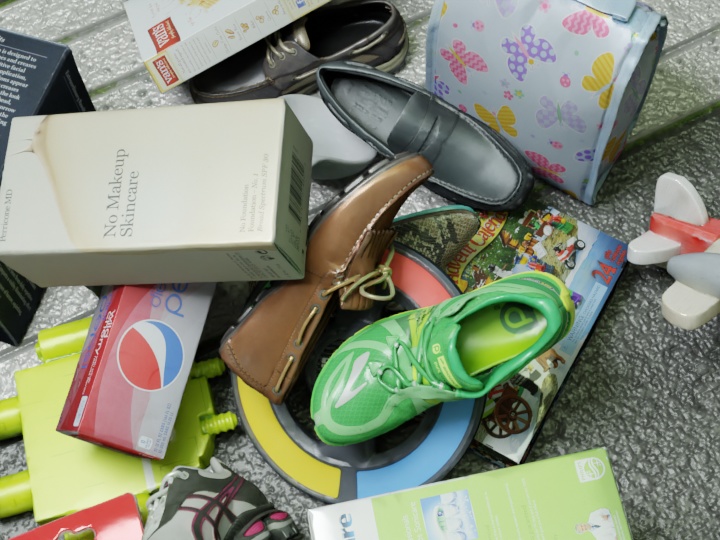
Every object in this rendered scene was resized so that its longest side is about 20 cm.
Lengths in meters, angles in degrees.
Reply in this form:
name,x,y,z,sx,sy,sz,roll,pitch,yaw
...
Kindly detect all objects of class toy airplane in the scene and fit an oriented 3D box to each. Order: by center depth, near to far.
name,x,y,z,sx,sy,sz,roll,pitch,yaw
toy airplane,0.302,-0.017,0.893,0.197,0.142,0.201,10,42,-10

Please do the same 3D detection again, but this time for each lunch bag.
name,x,y,z,sx,sy,sz,roll,pitch,yaw
lunch bag,0.146,-0.171,0.945,0.168,0.201,0.128,26,69,15

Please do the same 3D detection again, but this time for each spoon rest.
name,x,y,z,sx,sy,sz,roll,pitch,yaw
spoon rest,-0.044,-0.089,0.959,0.099,0.061,0.201,26,38,0

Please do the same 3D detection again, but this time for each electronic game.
name,x,y,z,sx,sy,sz,roll,pitch,yaw
electronic game,-0.003,0.074,0.884,0.197,0.042,0.203,1,93,18

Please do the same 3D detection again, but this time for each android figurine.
name,x,y,z,sx,sy,sz,roll,pitch,yaw
android figurine,-0.193,0.120,0.919,0.198,0.041,0.184,-14,65,-1

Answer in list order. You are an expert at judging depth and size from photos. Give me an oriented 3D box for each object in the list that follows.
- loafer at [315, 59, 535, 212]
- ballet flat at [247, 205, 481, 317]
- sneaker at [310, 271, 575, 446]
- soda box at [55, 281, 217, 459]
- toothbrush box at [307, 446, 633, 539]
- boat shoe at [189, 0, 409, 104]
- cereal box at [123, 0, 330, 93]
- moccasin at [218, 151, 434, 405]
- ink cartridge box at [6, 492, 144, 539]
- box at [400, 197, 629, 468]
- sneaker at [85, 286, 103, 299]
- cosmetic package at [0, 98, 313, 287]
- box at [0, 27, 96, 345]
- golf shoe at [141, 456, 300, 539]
name,x,y,z,sx,sy,sz,roll,pitch,yaw
loafer,0.046,-0.107,0.952,0.200,0.070,0.069,34,99,22
ballet flat,0.000,0.000,0.933,0.198,0.068,0.076,-6,70,24
sneaker,0.049,0.056,0.810,0.199,0.084,0.075,-29,88,10
soda box,-0.151,0.030,0.871,0.069,0.063,0.202,22,74,-25
toothbrush box,0.073,0.197,0.808,0.197,0.146,0.087,-13,65,-2
boat shoe,-0.056,-0.194,1.038,0.198,0.074,0.075,-18,65,-5
cereal box,-0.102,-0.239,1.031,0.198,0.040,0.144,-28,35,-1
moccasin,-0.014,0.005,0.833,0.078,0.074,0.202,39,94,6
ink cartridge box,-0.174,0.271,0.830,0.115,0.067,0.202,-20,66,-6
box,0.108,0.039,0.939,0.136,0.038,0.201,27,69,15
sneaker,-0.150,-0.046,0.973,0.199,0.077,0.090,-33,27,-30
cosmetic package,-0.136,-0.049,0.807,0.197,0.073,0.105,-3,71,14
box,-0.297,-0.069,0.952,0.106,0.149,0.202,16,66,10
golf shoe,-0.123,0.183,0.807,0.077,0.200,0.088,-46,75,16
